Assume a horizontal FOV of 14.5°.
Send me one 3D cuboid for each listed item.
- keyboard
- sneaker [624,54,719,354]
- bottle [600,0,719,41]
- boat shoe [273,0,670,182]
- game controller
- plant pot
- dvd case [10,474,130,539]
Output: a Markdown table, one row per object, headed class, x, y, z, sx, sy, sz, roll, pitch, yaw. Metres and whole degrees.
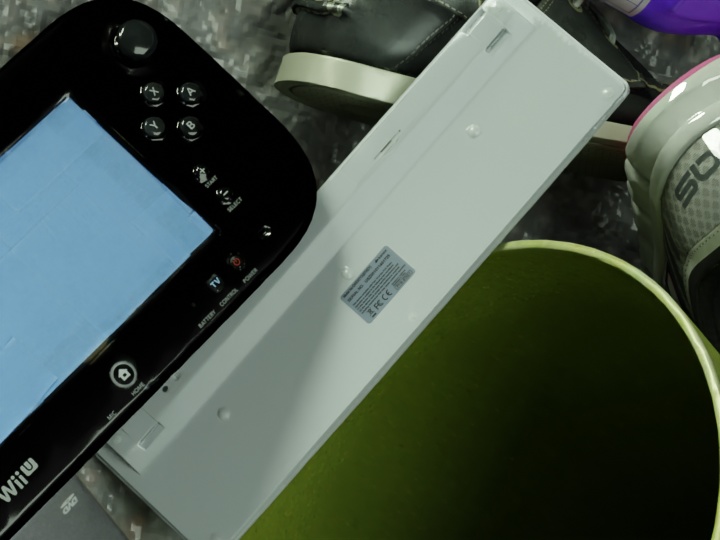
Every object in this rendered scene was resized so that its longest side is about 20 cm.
| class | x | y | z | sx | sy | sz | roll | pitch | yaw |
| --- | --- | --- | --- | --- | --- | --- | --- | --- | --- |
| keyboard | 0.000 | 0.000 | 0.893 | 0.056 | 0.011 | 0.200 | 41 | 88 | 12 |
| sneaker | 0.140 | 0.021 | 0.959 | 0.073 | 0.088 | 0.200 | -26 | 141 | -7 |
| bottle | 0.102 | -0.125 | 0.961 | 0.199 | 0.065 | 0.084 | 28 | 43 | -13 |
| boat shoe | 0.067 | -0.070 | 0.965 | 0.199 | 0.072 | 0.068 | 14 | 81 | -29 |
| game controller | -0.103 | 0.005 | 0.851 | 0.104 | 0.042 | 0.200 | 39 | 64 | 11 |
| plant pot | 0.087 | 0.116 | 0.924 | 0.200 | 0.186 | 0.188 | 34 | 69 | -45 |
| dvd case | -0.081 | 0.186 | 0.887 | 0.149 | 0.016 | 0.200 | -47 | 113 | -26 |
